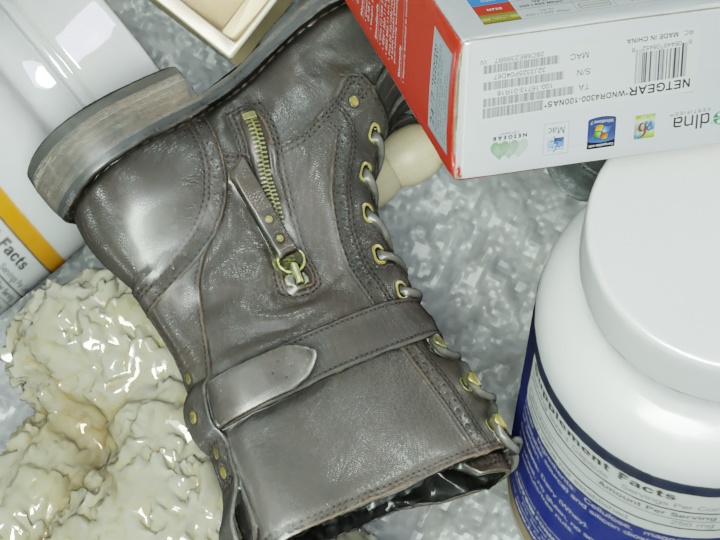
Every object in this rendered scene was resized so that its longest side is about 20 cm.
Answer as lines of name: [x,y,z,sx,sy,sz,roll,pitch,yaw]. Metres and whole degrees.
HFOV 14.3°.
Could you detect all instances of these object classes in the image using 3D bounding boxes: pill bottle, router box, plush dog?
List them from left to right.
pill bottle: [-0.164,-0.026,1.019,0.200,0.111,0.111,-40,89,-3]
plush dog: [-0.096,0.127,0.988,0.172,0.161,0.200,-32,110,19]
router box: [0.098,-0.107,0.919,0.200,0.180,0.049,-8,124,-14]
pill bottle: [0.112,0.034,0.950,0.115,0.200,0.116,1,62,-2]

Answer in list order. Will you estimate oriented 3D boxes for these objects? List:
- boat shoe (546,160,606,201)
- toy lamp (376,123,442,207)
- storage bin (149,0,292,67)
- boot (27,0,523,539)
boat shoe: [0.112,-0.084,1.014,0.074,0.199,0.068,34,125,-6]
toy lamp: [-0.008,-0.025,1.052,0.200,0.058,0.058,-29,88,-3]
storage bin: [-0.065,-0.210,1.040,0.200,0.094,0.199,37,87,1]
boot: [0.000,0.000,0.969,0.200,0.069,0.174,-28,73,-25]
